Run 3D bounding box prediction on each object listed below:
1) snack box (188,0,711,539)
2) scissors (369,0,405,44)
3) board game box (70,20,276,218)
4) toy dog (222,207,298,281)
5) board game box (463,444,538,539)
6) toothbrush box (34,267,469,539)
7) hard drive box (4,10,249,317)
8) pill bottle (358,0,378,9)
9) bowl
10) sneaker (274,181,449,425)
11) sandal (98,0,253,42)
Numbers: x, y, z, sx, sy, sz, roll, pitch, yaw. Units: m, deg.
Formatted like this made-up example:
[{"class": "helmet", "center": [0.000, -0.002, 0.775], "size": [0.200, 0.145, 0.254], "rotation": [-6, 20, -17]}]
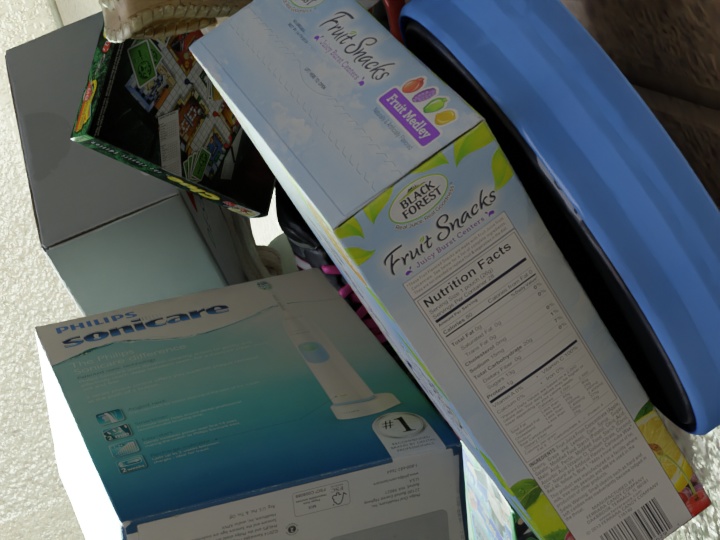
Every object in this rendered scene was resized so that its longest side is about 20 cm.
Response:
[{"class": "snack box", "center": [0.033, 0.000, 0.746], "size": [0.200, 0.068, 0.169], "rotation": [54, 179, -35]}, {"class": "scissors", "center": [0.003, -0.129, 1.123], "size": [0.073, 0.014, 0.200], "rotation": [62, 169, 15]}, {"class": "board game box", "center": [-0.067, -0.136, 0.961], "size": [0.023, 0.104, 0.201], "rotation": [-13, 59, 56]}, {"class": "toy dog", "center": [0.003, 0.041, 1.109], "size": [0.132, 0.096, 0.201], "rotation": [64, -174, -63]}, {"class": "board game box", "center": [0.069, 0.120, 1.222], "size": [0.200, 0.029, 0.135], "rotation": [-122, 15, -46]}, {"class": "toothbrush box", "center": [-0.053, 0.084, 0.887], "size": [0.200, 0.146, 0.086], "rotation": [-132, 33, -60]}, {"class": "hard drive box", "center": [-0.113, -0.017, 1.086], "size": [0.200, 0.076, 0.156], "rotation": [65, -175, -49]}, {"class": "pill bottle", "center": [-0.064, -0.203, 0.891], "size": [0.200, 0.111, 0.111], "rotation": [49, 176, -20]}, {"class": "bowl", "center": [0.080, -0.026, 0.718], "size": [0.201, 0.039, 0.201], "rotation": [55, 178, 3]}, {"class": "sneaker", "center": [0.000, 0.000, 1.009], "size": [0.088, 0.073, 0.201], "rotation": [75, 175, -60]}, {"class": "sandal", "center": [-0.075, -0.114, 0.844], "size": [0.077, 0.070, 0.212], "rotation": [-12, 127, 45]}]
